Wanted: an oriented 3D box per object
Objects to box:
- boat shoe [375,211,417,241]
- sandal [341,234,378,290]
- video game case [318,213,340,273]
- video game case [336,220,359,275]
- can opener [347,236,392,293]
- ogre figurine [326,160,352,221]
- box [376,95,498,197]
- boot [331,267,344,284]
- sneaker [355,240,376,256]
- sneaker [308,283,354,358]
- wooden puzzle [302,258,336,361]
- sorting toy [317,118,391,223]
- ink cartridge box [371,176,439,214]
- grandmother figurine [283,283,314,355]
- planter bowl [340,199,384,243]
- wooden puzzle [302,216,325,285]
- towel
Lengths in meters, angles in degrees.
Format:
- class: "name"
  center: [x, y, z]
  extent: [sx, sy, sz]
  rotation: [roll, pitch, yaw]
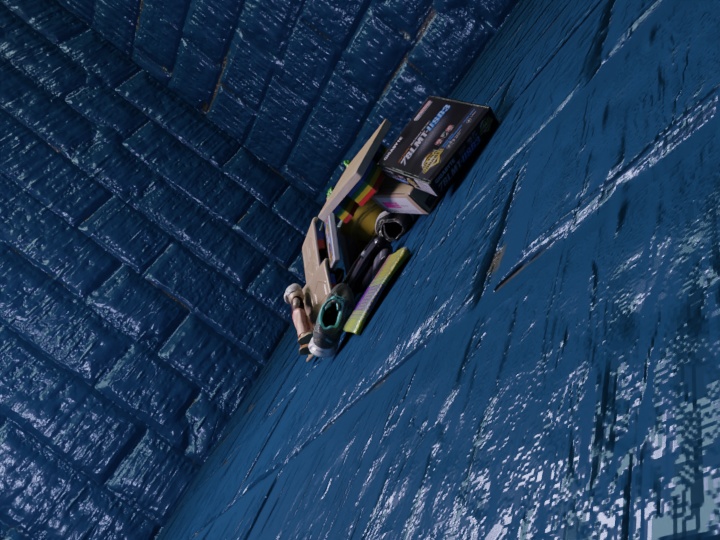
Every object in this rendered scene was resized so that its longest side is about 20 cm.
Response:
- class: "boat shoe"
  center: [0.074, -0.110, 1.453]
  extent: [0.064, 0.070, 0.200]
  rotation: [-55, 6, -20]
- class: "sandal"
  center: [0.000, -0.001, 1.543]
  extent: [0.202, 0.048, 0.075]
  rotation: [-54, -4, 1]
- class: "video game case"
  center: [-0.090, -0.067, 1.607]
  extent: [0.200, 0.018, 0.147]
  rotation: [126, 138, -69]
- class: "video game case"
  center: [-0.019, -0.091, 1.754]
  extent: [0.184, 0.021, 0.204]
  rotation: [-62, -32, -51]
- class: "can opener"
  center: [0.017, -0.010, 1.389]
  extent: [0.200, 0.063, 0.079]
  rotation: [-49, 8, 49]
- class: "ogre figurine"
  center: [-0.035, -0.213, 1.580]
  extent: [0.203, 0.096, 0.122]
  rotation: [-101, 29, -49]
- class: "box"
  center: [0.154, -0.264, 1.208]
  extent: [0.201, 0.050, 0.198]
  rotation: [-51, 39, -4]
- class: "boot"
  center: [-0.078, 0.057, 1.635]
  extent: [0.202, 0.068, 0.176]
  rotation: [-62, -2, -47]
- class: "sneaker"
  center: [0.013, -0.066, 1.704]
  extent: [0.073, 0.077, 0.201]
  rotation: [-50, 8, 20]
- class: "sneaker"
  center: [-0.052, 0.090, 1.249]
  extent: [0.202, 0.076, 0.093]
  rotation: [-73, -4, -47]
- class: "wooden puzzle"
  center: [-0.097, 0.102, 1.452]
  extent: [0.185, 0.045, 0.205]
  rotation: [-48, 44, 49]
- class: "sorting toy"
  center: [0.005, -0.219, 1.365]
  extent: [0.200, 0.069, 0.201]
  rotation: [-42, 17, 51]
- class: "ink cartridge box"
  center: [0.125, -0.216, 1.323]
  extent: [0.167, 0.075, 0.199]
  rotation: [-57, 26, -9]
- class: "grandmother figurine"
  center: [-0.147, 0.112, 1.425]
  extent: [0.202, 0.059, 0.123]
  rotation: [-111, 23, -45]
- class: "planter bowl"
  center: [0.046, -0.135, 1.608]
  extent: [0.198, 0.084, 0.201]
  rotation: [-33, -21, -14]
- class: "wooden puzzle"
  center: [-0.127, -0.022, 1.645]
  extent: [0.186, 0.045, 0.205]
  rotation: [125, 143, -64]
- class: "towel"
  center: [0.032, 0.041, 1.170]
  extent: [0.202, 0.023, 0.144]
  rotation: [-57, 6, -10]
